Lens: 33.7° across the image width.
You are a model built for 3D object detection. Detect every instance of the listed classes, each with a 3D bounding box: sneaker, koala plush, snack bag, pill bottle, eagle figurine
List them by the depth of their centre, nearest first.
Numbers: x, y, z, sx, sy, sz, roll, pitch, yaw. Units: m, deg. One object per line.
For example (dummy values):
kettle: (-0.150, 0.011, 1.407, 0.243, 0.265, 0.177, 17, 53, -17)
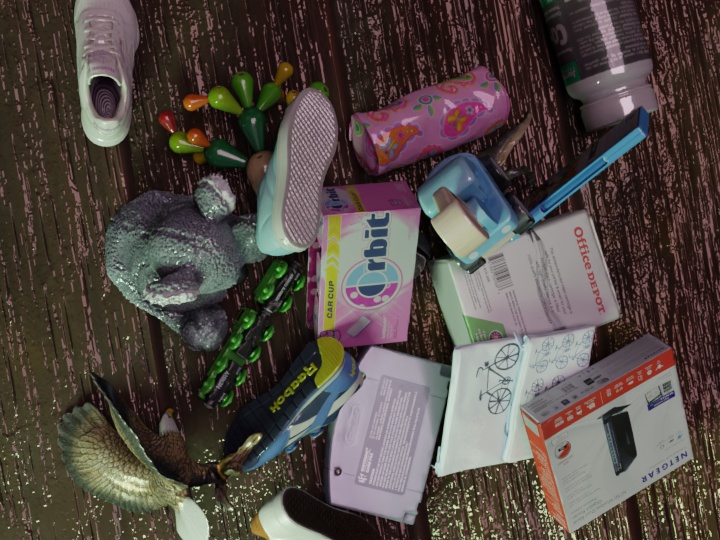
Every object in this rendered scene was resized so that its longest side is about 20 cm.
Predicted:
koala plush: (-0.193, -0.018, 1.318, 0.183, 0.200, 0.178, 28, 81, -11)
sneaker: (-0.083, -0.110, 1.326, 0.074, 0.082, 0.201, 30, 59, -35)
eagle figurine: (-0.236, 0.207, 1.337, 0.199, 0.151, 0.152, 19, 97, -24)
sneaker: (-0.287, -0.247, 1.358, 0.074, 0.100, 0.201, -4, 87, -13)
sneaker: (-0.075, 0.170, 1.397, 0.200, 0.074, 0.082, -42, 139, 8)
sneaker: (-0.044, 0.327, 1.419, 0.200, 0.085, 0.073, 38, 35, -24)
snack bag: (0.188, 0.158, 1.446, 0.199, 0.021, 0.189, -6, 118, -24)
pill bottle: (0.304, -0.286, 1.508, 0.113, 0.113, 0.201, -18, 91, -15)

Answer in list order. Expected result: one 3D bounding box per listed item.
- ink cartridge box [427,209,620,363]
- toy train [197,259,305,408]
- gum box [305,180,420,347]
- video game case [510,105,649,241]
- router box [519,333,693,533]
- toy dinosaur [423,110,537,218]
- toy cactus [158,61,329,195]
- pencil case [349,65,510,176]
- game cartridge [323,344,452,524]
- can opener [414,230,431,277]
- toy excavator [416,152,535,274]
ink cartridge box: (0.203, 0.024, 1.479, 0.199, 0.083, 0.147, -19, 95, -15)
toy train: (-0.132, 0.073, 1.403, 0.042, 0.056, 0.200, 37, 78, -25)
gum box: (0.000, 0.000, 1.391, 0.113, 0.066, 0.201, -6, 125, -14)
video game case: (0.261, -0.117, 1.427, 0.200, 0.143, 0.018, -39, 95, 22)
router box: (0.310, 0.202, 1.481, 0.199, 0.049, 0.180, -28, 120, -14)
toy dinosaur: (0.169, -0.122, 1.488, 0.200, 0.048, 0.088, -39, 64, -14)
toy cactus: (-0.125, -0.150, 1.394, 0.199, 0.102, 0.166, -17, 85, -6)
pencil case: (0.085, -0.185, 1.463, 0.199, 0.087, 0.088, -24, 93, -15)
game cartridge: (0.027, 0.197, 1.450, 0.133, 0.040, 0.201, 17, 83, -17)
can opener: (-0.003, -0.058, 1.457, 0.200, 0.053, 0.067, 33, 47, -10)
toy excavator: (0.110, -0.068, 1.315, 0.100, 0.195, 0.200, -39, 142, 16)
